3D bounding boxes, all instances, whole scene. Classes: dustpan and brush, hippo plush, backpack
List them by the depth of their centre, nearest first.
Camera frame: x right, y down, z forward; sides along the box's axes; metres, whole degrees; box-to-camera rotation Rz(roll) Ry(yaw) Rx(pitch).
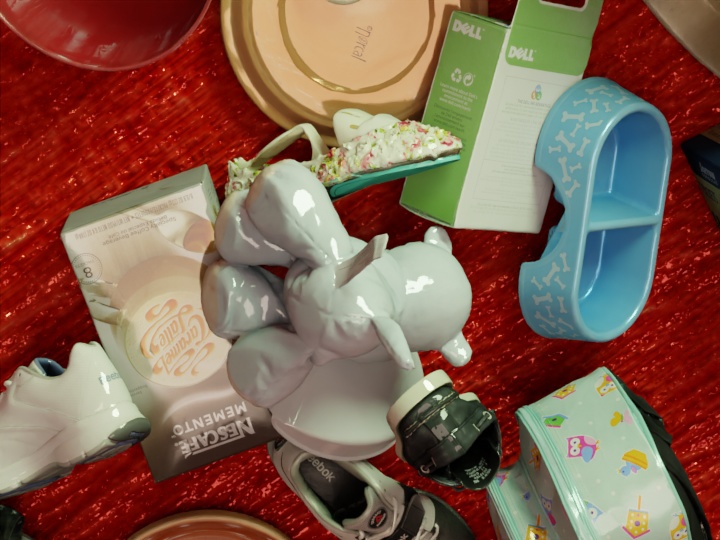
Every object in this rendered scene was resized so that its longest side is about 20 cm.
[{"bbox_3d":[0.000,0.000,1.257,0.160,0.199,0.161,-8,82,-45],"label":"hippo plush"},{"bbox_3d":[0.176,0.182,1.333,0.152,0.177,0.201,-18,133,-4],"label":"backpack"},{"bbox_3d":[0.020,0.101,1.374,0.199,0.057,0.141,31,62,-19],"label":"dustpan and brush"}]

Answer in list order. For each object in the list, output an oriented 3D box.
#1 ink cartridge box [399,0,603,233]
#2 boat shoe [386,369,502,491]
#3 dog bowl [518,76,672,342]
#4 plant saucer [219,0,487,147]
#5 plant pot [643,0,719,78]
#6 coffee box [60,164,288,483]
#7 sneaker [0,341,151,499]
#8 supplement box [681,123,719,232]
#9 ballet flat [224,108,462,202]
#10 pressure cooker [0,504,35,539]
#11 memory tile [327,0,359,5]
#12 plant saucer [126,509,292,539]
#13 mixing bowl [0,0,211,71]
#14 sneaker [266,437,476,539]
[{"bbox_3d":[0.106,-0.131,1.313,0.103,0.059,0.202,2,107,-47],"label":"ink cartridge box"},{"bbox_3d":[0.070,0.125,1.285,0.074,0.200,0.066,-39,71,-6],"label":"boat shoe"},{"bbox_3d":[0.179,-0.039,1.341,0.111,0.049,0.202,-7,110,-42],"label":"dog bowl"},{"bbox_3d":[-0.004,-0.190,1.320,0.198,0.032,0.203,-1,103,-5],"label":"plant saucer"},{"bbox_3d":[0.308,-0.250,1.278,0.183,0.200,0.201,-43,103,-7],"label":"plant pot"},{"bbox_3d":[-0.134,0.039,1.340,0.113,0.080,0.202,-20,104,1],"label":"coffee box"},{"bbox_3d":[-0.240,0.115,1.333,0.199,0.074,0.088,-25,82,30],"label":"sneaker"},{"bbox_3d":[0.381,-0.042,1.347,0.198,0.134,0.201,-27,104,1],"label":"supplement box"},{"bbox_3d":[-0.022,-0.079,1.294,0.198,0.075,0.065,-19,87,28],"label":"ballet flat"},{"bbox_3d":[-0.298,0.273,1.315,0.178,0.176,0.202,2,118,-47],"label":"pressure cooker"},{"bbox_3d":[-0.019,-0.300,1.250,0.153,0.017,0.201,-36,104,12],"label":"memory tile"},{"bbox_3d":[-0.121,0.284,1.422,0.198,0.032,0.203,-1,103,-5],"label":"plant saucer"},{"bbox_3d":[-0.169,-0.250,1.242,0.198,0.109,0.202,9,119,16],"label":"mixing bowl"},{"bbox_3d":[0.012,0.192,1.388,0.199,0.089,0.074,35,96,-13],"label":"sneaker"}]
